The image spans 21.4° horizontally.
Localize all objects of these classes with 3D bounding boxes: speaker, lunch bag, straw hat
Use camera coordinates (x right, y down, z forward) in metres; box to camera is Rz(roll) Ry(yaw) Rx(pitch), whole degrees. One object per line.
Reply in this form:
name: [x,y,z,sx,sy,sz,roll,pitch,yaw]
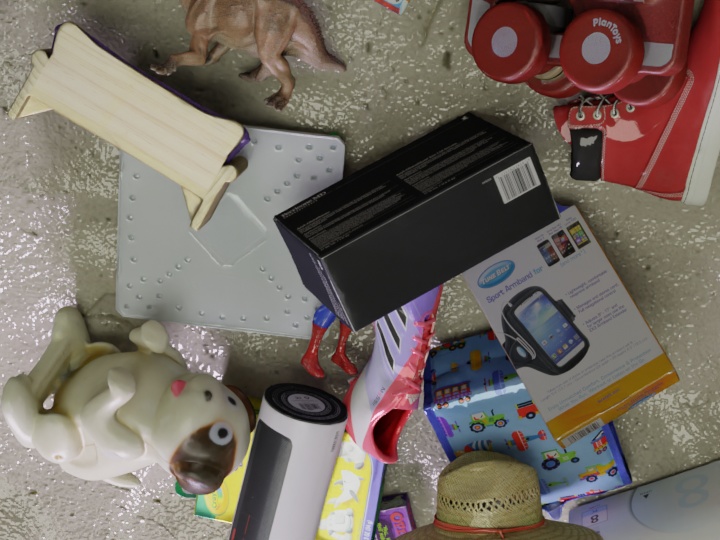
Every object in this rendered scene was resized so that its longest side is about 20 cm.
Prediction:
speaker: [-0.071,0.209,1.732,0.081,0.081,0.201,15,110,-1]
lunch bag: [0.157,0.154,1.750,0.150,0.094,0.201,-16,122,11]
straw hat: [0.114,0.205,1.688,0.200,0.201,0.086,-2,98,8]

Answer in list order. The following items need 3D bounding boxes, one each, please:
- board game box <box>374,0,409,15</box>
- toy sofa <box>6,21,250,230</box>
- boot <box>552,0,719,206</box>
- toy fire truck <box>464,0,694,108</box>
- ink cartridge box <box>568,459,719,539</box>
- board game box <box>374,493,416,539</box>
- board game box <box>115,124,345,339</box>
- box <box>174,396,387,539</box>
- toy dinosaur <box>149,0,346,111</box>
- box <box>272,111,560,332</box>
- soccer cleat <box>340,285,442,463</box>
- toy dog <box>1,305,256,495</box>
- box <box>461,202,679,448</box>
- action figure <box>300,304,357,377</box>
board game box: [-0.027,-0.309,1.531,0.199,0.105,0.103,28,116,-7]
toy sofa: [-0.190,-0.127,1.623,0.199,0.083,0.098,30,98,-2]
boot: [0.240,-0.156,1.595,0.143,0.073,0.201,12,120,2]
toy fire truck: [0.182,-0.225,1.539,0.199,0.112,0.169,10,92,33]
ink cartridge box: [0.268,0.263,1.719,0.159,0.200,0.047,-20,113,15]
board game box: [0.010,0.317,1.871,0.119,0.032,0.201,-8,115,13]
board game box: [-0.118,-0.041,1.714,0.199,0.026,0.201,7,116,3]
box: [-0.076,0.185,1.793,0.199,0.048,0.118,11,105,7]
toy dinosaur: [-0.095,-0.221,1.597,0.199,0.086,0.136,18,110,-8]
box: [0.045,-0.044,1.591,0.199,0.141,0.079,-28,115,-9]
soccer cleat: [0.037,0.078,1.688,0.066,0.077,0.201,-5,130,-39]
toy dog: [-0.196,0.139,1.720,0.199,0.140,0.195,5,122,25]
box: [0.175,0.039,1.649,0.119,0.201,0.041,-31,154,6]
action figure: [0.000,0.000,1.695,0.065,0.052,0.201,0,114,-36]
